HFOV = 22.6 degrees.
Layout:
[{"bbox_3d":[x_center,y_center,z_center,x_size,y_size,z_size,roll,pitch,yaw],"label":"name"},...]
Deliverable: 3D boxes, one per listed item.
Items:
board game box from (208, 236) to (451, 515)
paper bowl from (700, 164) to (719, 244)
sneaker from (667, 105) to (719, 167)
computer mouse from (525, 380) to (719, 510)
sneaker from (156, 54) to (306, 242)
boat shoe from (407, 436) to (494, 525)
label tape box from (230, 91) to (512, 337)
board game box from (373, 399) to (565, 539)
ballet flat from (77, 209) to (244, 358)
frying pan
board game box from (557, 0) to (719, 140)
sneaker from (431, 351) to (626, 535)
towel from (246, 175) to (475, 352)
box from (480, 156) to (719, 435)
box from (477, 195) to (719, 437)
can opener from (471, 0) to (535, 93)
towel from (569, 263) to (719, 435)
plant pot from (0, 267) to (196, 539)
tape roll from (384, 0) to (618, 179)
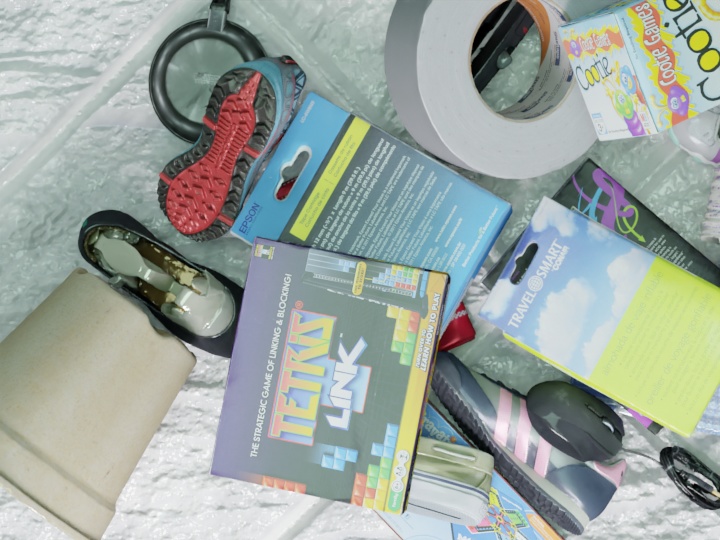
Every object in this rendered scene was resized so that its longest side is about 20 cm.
[{"bbox_3d":[-0.024,0.086,1.480,0.164,0.057,0.201,10,88,6],"label":"board game box"},{"bbox_3d":[0.374,-0.018,1.447,0.199,0.201,0.105,13,90,7],"label":"paper bowl"},{"bbox_3d":[0.354,-0.115,1.481,0.199,0.140,0.078,10,89,6],"label":"sneaker"},{"bbox_3d":[0.229,0.146,1.517,0.199,0.059,0.034,25,135,-11],"label":"computer mouse"},{"bbox_3d":[-0.102,-0.104,1.556,0.079,0.095,0.200,43,129,6],"label":"sneaker"},{"bbox_3d":[0.018,0.163,1.544,0.199,0.072,0.062,17,66,5],"label":"boat shoe"},{"bbox_3d":[0.011,-0.041,1.542,0.199,0.066,0.144,30,90,9],"label":"label tape box"},{"bbox_3d":[0.075,0.201,1.570,0.103,0.019,0.200,-45,84,6],"label":"board game box"},{"bbox_3d":[-0.167,0.015,1.579,0.200,0.073,0.073,35,93,6],"label":"ballet flat"},{"bbox_3d":[-0.116,-0.200,1.599,0.115,0.031,0.191,30,95,5],"label":"frying pan"},{"bbox_3d":[0.282,-0.192,1.468,0.199,0.105,0.104,-24,99,-17],"label":"board game box"},{"bbox_3d":[0.141,0.131,1.549,0.082,0.070,0.200,-43,86,-14],"label":"sneaker"},{"bbox_3d":[0.000,0.000,1.582,0.144,0.022,0.201,-24,86,5],"label":"towel"},{"bbox_3d":[0.222,0.021,1.530,0.200,0.036,0.143,42,90,9],"label":"box"},{"bbox_3d":[0.212,0.038,1.487,0.199,0.048,0.122,29,87,10],"label":"box"},{"bbox_3d":[0.121,-0.217,1.553,0.063,0.079,0.200,41,84,14],"label":"can opener"},{"bbox_3d":[0.287,0.065,1.545,0.199,0.024,0.148,12,90,7],"label":"towel"},{"bbox_3d":[-0.244,0.108,1.539,0.200,0.200,0.184,37,82,6],"label":"plant pot"},{"bbox_3d":[0.122,-0.179,1.501,0.199,0.066,0.202,-5,103,-24],"label":"tape roll"}]
